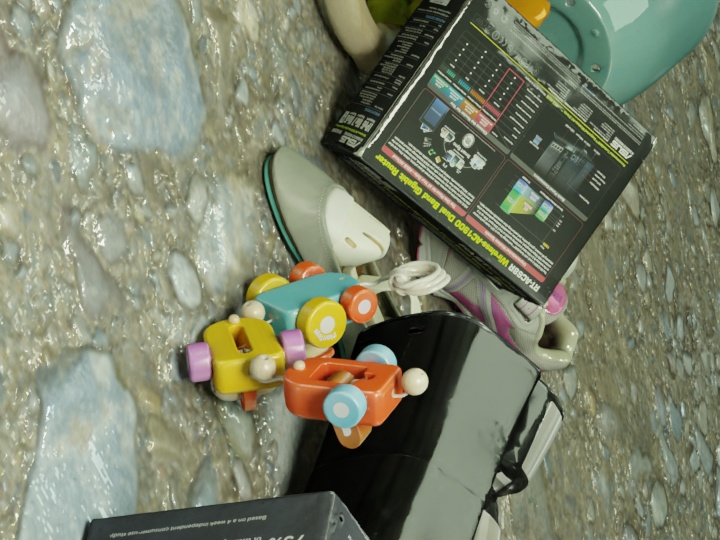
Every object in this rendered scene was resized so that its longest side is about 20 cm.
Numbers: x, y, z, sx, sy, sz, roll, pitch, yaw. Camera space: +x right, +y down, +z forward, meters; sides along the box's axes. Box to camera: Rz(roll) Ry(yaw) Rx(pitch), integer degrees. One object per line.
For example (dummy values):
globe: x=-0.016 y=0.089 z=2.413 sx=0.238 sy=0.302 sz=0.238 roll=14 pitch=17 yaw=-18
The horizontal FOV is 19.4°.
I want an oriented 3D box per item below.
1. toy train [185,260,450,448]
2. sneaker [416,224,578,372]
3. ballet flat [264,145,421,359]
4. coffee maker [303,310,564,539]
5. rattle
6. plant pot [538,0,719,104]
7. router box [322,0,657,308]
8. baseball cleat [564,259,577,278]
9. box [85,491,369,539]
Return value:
toy train: x=-0.018 y=0.053 z=1.243 sx=0.200 sy=0.150 sz=0.056 roll=-55 pitch=145 yaw=-64
sneaker: x=0.110 y=0.006 z=1.592 sx=0.200 sy=0.088 sz=0.081 roll=56 pitch=47 yaw=-42
ballet flat: x=0.000 y=0.000 z=1.397 sx=0.067 sy=0.064 sz=0.200 roll=-62 pitch=136 yaw=-55
coffee maker: x=0.027 y=0.127 z=1.278 sx=0.192 sy=0.135 sz=0.200 roll=57 pitch=44 yaw=-47
rattle: x=0.028 y=-0.239 z=1.471 sx=0.130 sy=0.143 sz=0.200 roll=-48 pitch=133 yaw=-39
plant pot: x=0.176 y=-0.218 z=1.730 sx=0.161 sy=0.201 sz=0.201 roll=-48 pitch=125 yaw=-49
router box: x=0.093 y=-0.090 z=1.479 sx=0.200 sy=0.062 sz=0.150 roll=38 pitch=84 yaw=-29
baseball cleat: x=0.106 y=-0.073 z=1.679 sx=0.106 sy=0.070 sz=0.200 roll=122 pitch=-52 yaw=-69
box: x=-0.073 y=0.224 z=1.045 sx=0.104 sy=0.148 sz=0.200 roll=58 pitch=33 yaw=-41
